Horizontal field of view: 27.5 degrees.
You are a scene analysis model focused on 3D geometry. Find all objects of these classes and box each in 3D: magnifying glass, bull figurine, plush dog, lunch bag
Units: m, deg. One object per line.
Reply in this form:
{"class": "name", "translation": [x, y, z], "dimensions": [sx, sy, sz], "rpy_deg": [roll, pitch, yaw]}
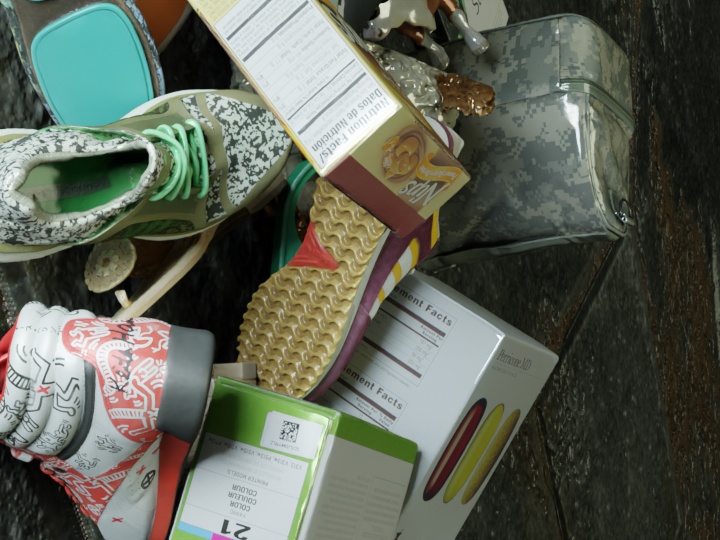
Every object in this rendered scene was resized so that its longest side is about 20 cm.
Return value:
{"class": "magnifying glass", "translation": [-0.040, 0.014, 0.922], "dimensions": [0.079, 0.022, 0.202], "rpy_deg": [30, 88, -24]}
{"class": "bull figurine", "translation": [0.034, -0.214, 1.101], "dimensions": [0.121, 0.065, 0.201], "rpy_deg": [45, 23, -28]}
{"class": "plush dog", "translation": [-0.001, -0.065, 1.009], "dimensions": [0.199, 0.159, 0.174], "rpy_deg": [7, 104, -65]}
{"class": "lunch bag", "translation": [0.119, -0.093, 1.188], "dimensions": [0.139, 0.198, 0.170], "rpy_deg": [28, 58, -58]}

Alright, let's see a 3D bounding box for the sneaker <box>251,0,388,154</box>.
{"class": "sneaker", "translation": [-0.002, -0.170, 0.896], "dimensions": [0.105, 0.075, 0.202], "rpy_deg": [-13, 123, -40]}

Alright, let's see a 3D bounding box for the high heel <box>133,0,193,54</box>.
{"class": "high heel", "translation": [-0.135, -0.206, 0.848], "dimensions": [0.067, 0.095, 0.202], "rpy_deg": [24, 86, -65]}

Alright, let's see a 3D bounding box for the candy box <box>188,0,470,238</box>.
{"class": "candy box", "translation": [-0.033, -0.118, 0.771], "dimensions": [0.201, 0.055, 0.115], "rpy_deg": [52, 8, 24]}

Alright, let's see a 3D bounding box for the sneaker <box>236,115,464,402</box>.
{"class": "sneaker", "translation": [0.000, 0.000, 0.876], "dimensions": [0.090, 0.075, 0.201], "rpy_deg": [-7, 134, -51]}

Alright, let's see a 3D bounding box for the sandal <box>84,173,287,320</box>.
{"class": "sandal", "translation": [-0.119, -0.027, 0.832], "dimensions": [0.070, 0.077, 0.212], "rpy_deg": [51, 36, -6]}

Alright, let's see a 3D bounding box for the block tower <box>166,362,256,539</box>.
{"class": "block tower", "translation": [-0.093, 0.156, 0.859], "dimensions": [0.058, 0.053, 0.203], "rpy_deg": [10, 77, -65]}

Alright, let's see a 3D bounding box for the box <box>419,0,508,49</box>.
{"class": "box", "translation": [0.077, -0.256, 1.302], "dimensions": [0.201, 0.036, 0.145], "rpy_deg": [62, 34, -41]}

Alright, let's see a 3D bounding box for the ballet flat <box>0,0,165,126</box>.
{"class": "ballet flat", "translation": [-0.154, -0.147, 0.762], "dimensions": [0.075, 0.073, 0.201], "rpy_deg": [-68, 149, -43]}

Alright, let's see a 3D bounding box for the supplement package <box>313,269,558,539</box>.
{"class": "supplement package", "translation": [0.020, 0.107, 0.942], "dimensions": [0.201, 0.109, 0.113], "rpy_deg": [-61, 153, 5]}

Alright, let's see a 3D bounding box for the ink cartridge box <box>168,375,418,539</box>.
{"class": "ink cartridge box", "translation": [-0.047, 0.173, 0.797], "dimensions": [0.148, 0.075, 0.202], "rpy_deg": [35, 71, -67]}

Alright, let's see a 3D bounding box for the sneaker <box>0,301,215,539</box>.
{"class": "sneaker", "translation": [-0.141, 0.085, 0.751], "dimensions": [0.202, 0.107, 0.068], "rpy_deg": [113, -14, -53]}

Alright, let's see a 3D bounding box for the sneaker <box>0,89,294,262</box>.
{"class": "sneaker", "translation": [-0.106, -0.046, 0.726], "dimensions": [0.198, 0.088, 0.078], "rpy_deg": [-19, 100, -33]}
